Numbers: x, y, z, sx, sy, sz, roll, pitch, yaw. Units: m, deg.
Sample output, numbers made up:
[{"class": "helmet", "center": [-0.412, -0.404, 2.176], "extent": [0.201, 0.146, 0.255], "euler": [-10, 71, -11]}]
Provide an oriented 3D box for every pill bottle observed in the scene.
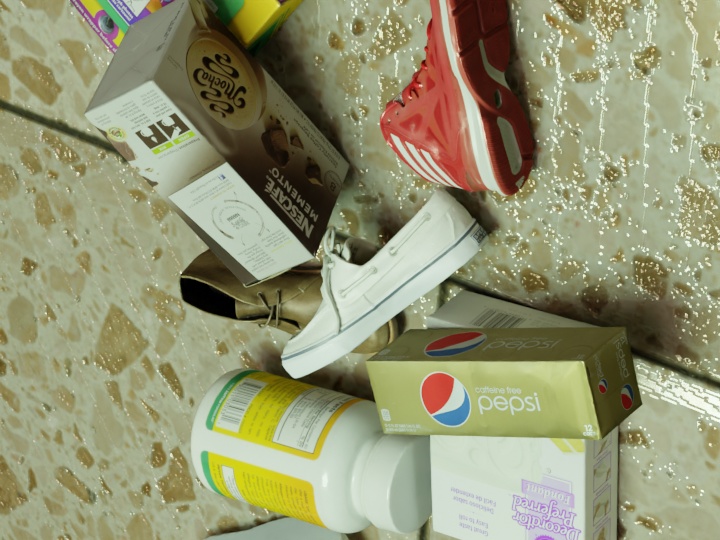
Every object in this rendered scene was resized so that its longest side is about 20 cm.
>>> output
[{"class": "pill bottle", "center": [-0.035, 0.156, 1.803], "extent": [0.199, 0.113, 0.114], "euler": [12, 120, 33]}]

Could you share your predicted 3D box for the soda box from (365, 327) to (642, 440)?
[{"class": "soda box", "center": [0.106, 0.084, 1.607], "extent": [0.199, 0.068, 0.064], "euler": [-2, 110, 38]}]

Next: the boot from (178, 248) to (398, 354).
[{"class": "boot", "center": [-0.063, 0.033, 1.786], "extent": [0.199, 0.075, 0.074], "euler": [19, 119, 27]}]

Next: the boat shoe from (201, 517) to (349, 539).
[{"class": "boat shoe", "center": [-0.075, 0.274, 1.937], "extent": [0.199, 0.071, 0.070], "euler": [-16, 130, 38]}]

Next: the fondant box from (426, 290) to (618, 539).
[{"class": "fondant box", "center": [0.129, 0.130, 1.698], "extent": [0.144, 0.058, 0.201], "euler": [15, 122, 31]}]

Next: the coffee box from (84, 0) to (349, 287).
[{"class": "coffee box", "center": [-0.108, -0.100, 1.672], "extent": [0.080, 0.113, 0.200], "euler": [-22, 123, 35]}]

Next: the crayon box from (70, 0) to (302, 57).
[{"class": "crayon box", "center": [-0.155, -0.246, 1.721], "extent": [0.200, 0.058, 0.172], "euler": [50, 132, 3]}]

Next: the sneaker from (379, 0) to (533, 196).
[{"class": "sneaker", "center": [0.052, -0.148, 1.599], "extent": [0.115, 0.078, 0.201], "euler": [1, 112, 36]}]

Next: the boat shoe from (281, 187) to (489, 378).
[{"class": "boat shoe", "center": [-0.001, 0.001, 1.688], "extent": [0.202, 0.075, 0.086], "euler": [-37, 96, 25]}]
